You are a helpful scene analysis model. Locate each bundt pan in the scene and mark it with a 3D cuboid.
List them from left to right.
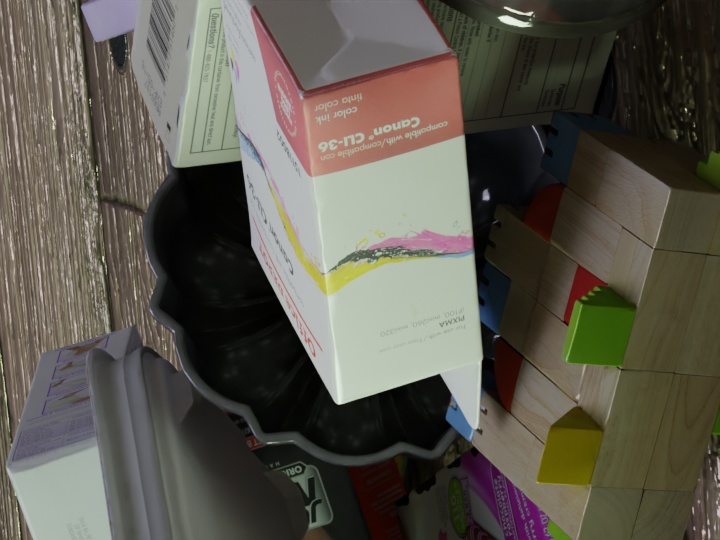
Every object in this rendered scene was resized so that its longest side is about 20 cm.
[{"bbox_3d":[0.000,0.000,1.275,0.076,0.202,0.202,104,154,-73],"label":"bundt pan"}]

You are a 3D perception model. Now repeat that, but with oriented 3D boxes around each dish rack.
[{"bbox_3d":[-0.059,0.135,1.264,0.172,0.044,0.200,50,-162,-45],"label":"dish rack"}]

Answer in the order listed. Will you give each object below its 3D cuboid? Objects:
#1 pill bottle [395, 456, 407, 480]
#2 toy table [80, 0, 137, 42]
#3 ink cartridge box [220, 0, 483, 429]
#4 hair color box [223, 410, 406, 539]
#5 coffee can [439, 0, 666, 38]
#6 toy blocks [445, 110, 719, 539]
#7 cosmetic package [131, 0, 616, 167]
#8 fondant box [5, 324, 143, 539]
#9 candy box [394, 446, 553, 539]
[{"bbox_3d":[-0.026,0.086,1.509,0.109,0.109,0.200,-119,28,-45],"label":"pill bottle"},{"bbox_3d":[-0.063,-0.192,1.294,0.117,0.200,0.184,67,-156,-8],"label":"toy table"},{"bbox_3d":[-0.003,-0.030,1.128,0.117,0.067,0.200,-119,17,-48],"label":"ink cartridge box"},{"bbox_3d":[-0.019,0.160,1.406,0.061,0.101,0.200,-20,-90,-67],"label":"hair color box"},{"bbox_3d":[0.090,-0.200,1.020,0.200,0.146,0.147,117,141,-58],"label":"coffee can"},{"bbox_3d":[0.097,0.017,1.150,0.137,0.100,0.200,42,123,58],"label":"toy blocks"},{"bbox_3d":[0.008,-0.114,1.204,0.104,0.200,0.073,103,151,-43],"label":"cosmetic package"},{"bbox_3d":[-0.121,0.125,1.410,0.200,0.058,0.144,-100,-9,-76],"label":"fondant box"},{"bbox_3d":[0.085,0.147,1.295,0.200,0.061,0.137,133,126,-66],"label":"candy box"}]
